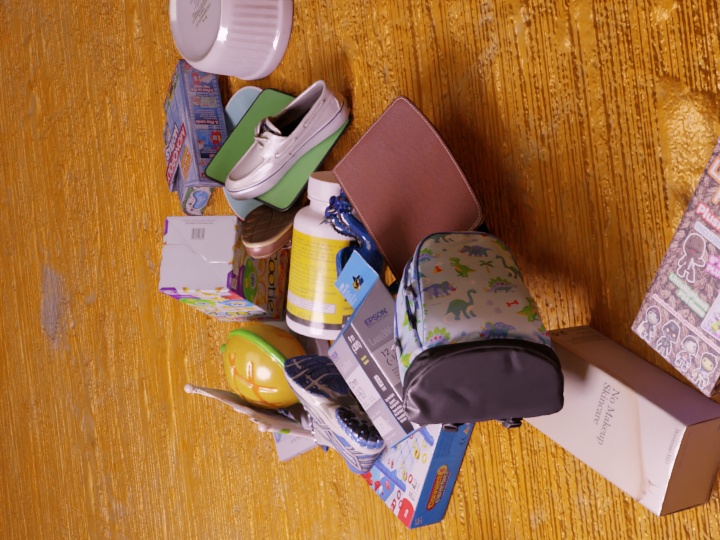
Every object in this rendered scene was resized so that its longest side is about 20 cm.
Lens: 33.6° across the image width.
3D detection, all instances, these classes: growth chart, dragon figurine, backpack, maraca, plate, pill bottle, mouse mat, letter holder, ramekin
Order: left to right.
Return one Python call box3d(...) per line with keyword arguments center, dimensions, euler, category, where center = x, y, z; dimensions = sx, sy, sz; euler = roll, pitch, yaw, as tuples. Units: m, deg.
box3d(center=(-0.192, -0.373, 1.707), dimensions=(0.200, 0.105, 0.201), euler=(12, 104, 54), category="ramekin")
box3d(center=(-0.149, 0.195, 1.666), dimensions=(0.200, 0.145, 0.018), euler=(19, 88, 43), category="growth chart")
box3d(center=(-0.152, -0.169, 1.747), dimensions=(0.200, 0.025, 0.201), euler=(9, 101, 53), category="plate")
box3d(center=(-0.137, 0.137, 1.663), dimensions=(0.137, 0.107, 0.200), euler=(50, 157, -5), category="maraca")
box3d(center=(-0.115, -0.167, 1.616), dimensions=(0.200, 0.008, 0.161), euler=(26, 77, 43), category="mouse mat")
box3d(center=(-0.034, -0.021, 1.528), dimensions=(0.111, 0.111, 0.201), euler=(24, 115, 50), category="pill bottle")
box3d(center=(0.000, 0.000, 1.442), dimensions=(0.059, 0.099, 0.201), euler=(179, 92, -80), category="dragon figurine")
box3d(center=(0.082, -0.085, 1.367), dimensions=(0.142, 0.100, 0.200), euler=(-48, 55, 27), category="letter holder")
box3d(center=(0.108, 0.052, 1.210), dimensions=(0.200, 0.162, 0.154), euler=(-103, 11, -67), category="backpack")

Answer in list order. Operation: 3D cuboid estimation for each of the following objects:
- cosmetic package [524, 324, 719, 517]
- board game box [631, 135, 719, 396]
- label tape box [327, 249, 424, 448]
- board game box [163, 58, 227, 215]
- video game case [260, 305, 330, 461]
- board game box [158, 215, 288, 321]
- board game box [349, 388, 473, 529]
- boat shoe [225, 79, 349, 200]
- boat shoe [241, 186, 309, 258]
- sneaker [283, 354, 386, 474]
box3d(center=(0.257, 0.143, 1.178), dimensions=(0.200, 0.073, 0.104), euler=(34, 121, 48), category="cosmetic package")
box3d(center=(0.339, -0.013, 0.967), dimensions=(0.097, 0.159, 0.201), euler=(46, 129, 41), category="board game box")
box3d(center=(0.017, 0.091, 1.333), dimensions=(0.200, 0.066, 0.143), euler=(55, 161, 7), category="label tape box")
box3d(center=(-0.254, -0.180, 1.822), dimensions=(0.200, 0.061, 0.200), euler=(-59, 41, 48), category="board game box")
box3d(center=(-0.092, 0.155, 1.710), dimensions=(0.182, 0.022, 0.201), euler=(-34, 67, 51), category="video game case")
box3d(center=(-0.182, 0.001, 1.632), dimensions=(0.104, 0.200, 0.103), euler=(0, 77, 17), category="board game box")
box3d(center=(0.050, 0.180, 1.485), dimensions=(0.196, 0.056, 0.201), euler=(41, 127, 43), category="board game box")
box3d(center=(-0.106, -0.172, 1.561), dimensions=(0.200, 0.066, 0.072), euler=(-35, 46, 11), category="boat shoe")
box3d(center=(-0.104, -0.059, 1.590), dimensions=(0.072, 0.200, 0.068), euler=(-3, 115, 14), category="boat shoe")
box3d(center=(-0.042, 0.183, 1.505), dimensions=(0.200, 0.077, 0.085), euler=(45, 133, 43), category="sneaker")
